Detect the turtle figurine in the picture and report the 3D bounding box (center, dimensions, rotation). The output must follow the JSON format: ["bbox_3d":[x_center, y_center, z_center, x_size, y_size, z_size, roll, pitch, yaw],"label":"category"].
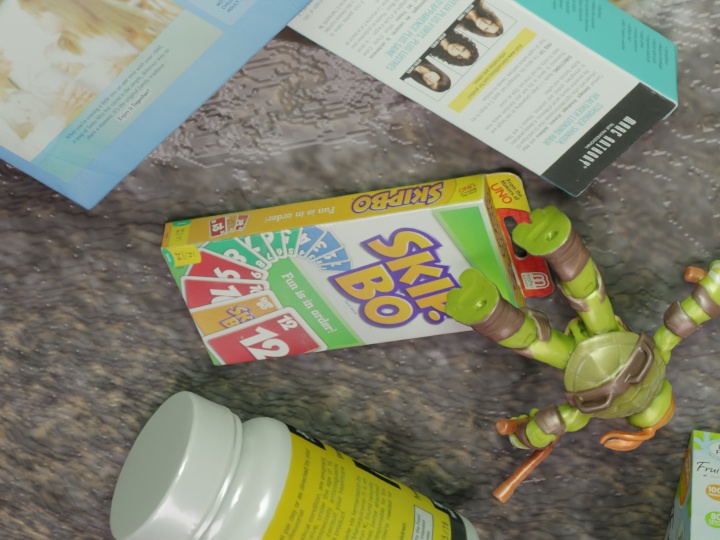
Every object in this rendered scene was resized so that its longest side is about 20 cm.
[{"bbox_3d":[0.119,0.049,1.312,0.200,0.065,0.161,-36,125,20],"label":"turtle figurine"}]

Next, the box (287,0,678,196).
[{"bbox_3d":[0.053,-0.120,1.183,0.200,0.049,0.082,29,131,-21],"label":"box"}]

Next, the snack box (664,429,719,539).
[{"bbox_3d":[0.200,0.213,1.433,0.053,0.143,0.201,7,136,1],"label":"snack box"}]

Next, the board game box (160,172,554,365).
[{"bbox_3d":[0.000,0.000,1.327,0.199,0.030,0.096,-10,133,13],"label":"board game box"}]

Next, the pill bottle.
[{"bbox_3d":[-0.039,0.156,1.424,0.200,0.115,0.114,29,131,-21],"label":"pill bottle"}]

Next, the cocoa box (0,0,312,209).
[{"bbox_3d":[-0.113,-0.152,1.109,0.133,0.132,0.200,30,130,-26],"label":"cocoa box"}]
